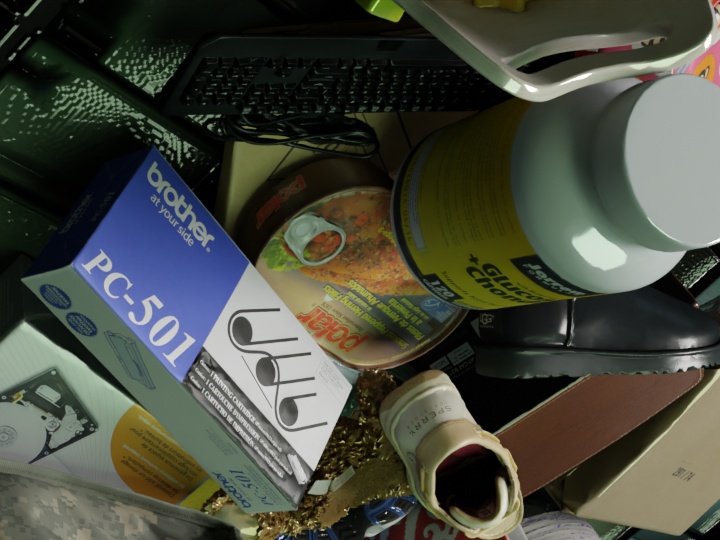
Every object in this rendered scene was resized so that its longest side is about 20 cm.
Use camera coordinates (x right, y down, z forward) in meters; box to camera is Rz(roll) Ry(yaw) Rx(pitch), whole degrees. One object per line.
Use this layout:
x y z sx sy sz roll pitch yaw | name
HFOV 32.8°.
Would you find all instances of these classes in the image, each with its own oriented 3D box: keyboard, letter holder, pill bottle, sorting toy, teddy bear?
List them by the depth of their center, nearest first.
0.073 -0.148 0.587 0.199 0.180 0.107 -15 138 -22 | sorting toy
-0.004 -0.086 0.641 0.199 0.040 0.104 -4 165 -28 | keyboard
0.106 -0.041 0.642 0.112 0.113 0.200 -11 179 -27 | pill bottle
-0.026 0.128 0.836 0.199 0.067 0.145 -22 138 -33 | teddy bear
0.158 0.078 0.959 0.200 0.101 0.142 -32 144 -2 | letter holder

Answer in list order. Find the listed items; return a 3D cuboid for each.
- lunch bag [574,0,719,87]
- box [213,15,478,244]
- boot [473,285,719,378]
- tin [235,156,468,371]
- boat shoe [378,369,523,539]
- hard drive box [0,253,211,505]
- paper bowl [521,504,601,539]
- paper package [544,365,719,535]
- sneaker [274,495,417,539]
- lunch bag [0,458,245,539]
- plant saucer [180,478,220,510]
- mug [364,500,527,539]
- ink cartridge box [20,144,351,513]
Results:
0.200 -0.149 0.708 0.200 0.082 0.177 -47 151 -28 | lunch bag
-0.009 -0.063 0.747 0.163 0.021 0.201 -11 138 -26 | box
0.162 -0.017 0.810 0.199 0.076 0.169 0 94 -25 | boot
0.000 0.000 0.774 0.112 0.042 0.200 -43 142 7 | tin
0.072 0.145 0.828 0.074 0.069 0.200 -35 139 1 | boat shoe
-0.206 0.116 0.716 0.200 0.077 0.156 -42 121 11 | hard drive box
0.145 0.308 1.190 0.200 0.104 0.201 -19 140 -17 | paper bowl
0.275 0.137 1.103 0.200 0.104 0.191 21 117 -46 | paper package
-0.035 0.198 0.942 0.077 0.076 0.200 -38 161 32 | sneaker
-0.170 0.203 0.664 0.199 0.118 0.164 14 115 -27 | lunch bag
-0.133 0.131 0.846 0.200 0.049 0.200 -42 142 9 | plant saucer
0.048 0.275 1.030 0.199 0.178 0.133 -28 173 6 | mug
-0.088 0.038 0.681 0.044 0.094 0.200 -12 127 38 | ink cartridge box
